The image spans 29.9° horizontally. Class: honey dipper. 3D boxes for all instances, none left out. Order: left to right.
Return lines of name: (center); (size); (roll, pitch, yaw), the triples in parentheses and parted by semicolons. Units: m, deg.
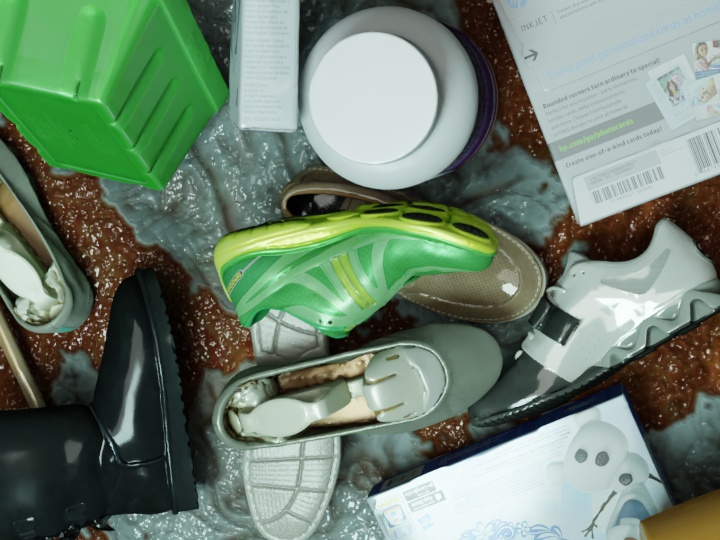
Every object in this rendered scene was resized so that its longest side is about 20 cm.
honey dipper: (-0.256, 0.082, 1.035); (0.038, 0.038, 0.200); (-23, 91, 13)

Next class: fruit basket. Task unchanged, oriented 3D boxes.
fruit basket: (-0.175, -0.182, 0.917); (0.155, 0.216, 0.216); (13, 99, 9)

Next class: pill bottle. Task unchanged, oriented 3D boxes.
pill bottle: (0.026, -0.111, 0.872); (0.112, 0.200, 0.113); (1, 97, 11)

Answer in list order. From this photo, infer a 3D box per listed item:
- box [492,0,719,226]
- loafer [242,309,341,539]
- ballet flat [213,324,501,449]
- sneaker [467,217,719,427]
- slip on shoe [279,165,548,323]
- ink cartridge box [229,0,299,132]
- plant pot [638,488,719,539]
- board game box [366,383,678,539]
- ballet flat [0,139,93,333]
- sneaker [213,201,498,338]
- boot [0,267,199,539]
box: (0.187, -0.151, 0.918); (0.156, 0.041, 0.200); (-22, 93, 12)
loafer: (-0.046, 0.097, 0.986); (0.072, 0.063, 0.200); (2, 100, 6)
ballet flat: (-0.003, 0.085, 0.904); (0.200, 0.064, 0.068); (-13, 96, 10)
sneaker: (0.151, 0.036, 0.937); (0.200, 0.074, 0.089); (-32, 77, 10)
slip on shoe: (0.035, -0.018, 0.952); (0.200, 0.061, 0.076); (27, 101, 7)
ink cartridge box: (-0.062, -0.193, 0.883); (0.041, 0.200, 0.200); (3, 97, -7)
plant pot: (0.278, 0.204, 0.850); (0.183, 0.200, 0.201); (-11, 94, 7)
board game box: (0.136, 0.210, 0.965); (0.200, 0.043, 0.199); (-24, 93, 13)
ballet flat: (-0.272, -0.039, 1.010); (0.067, 0.064, 0.200); (-36, 88, 13)
sneaker: (0.000, 0.000, 0.898); (0.200, 0.074, 0.084); (-6, 100, 24)
boot: (-0.210, 0.106, 0.982); (0.162, 0.073, 0.199); (-9, 97, -11)
